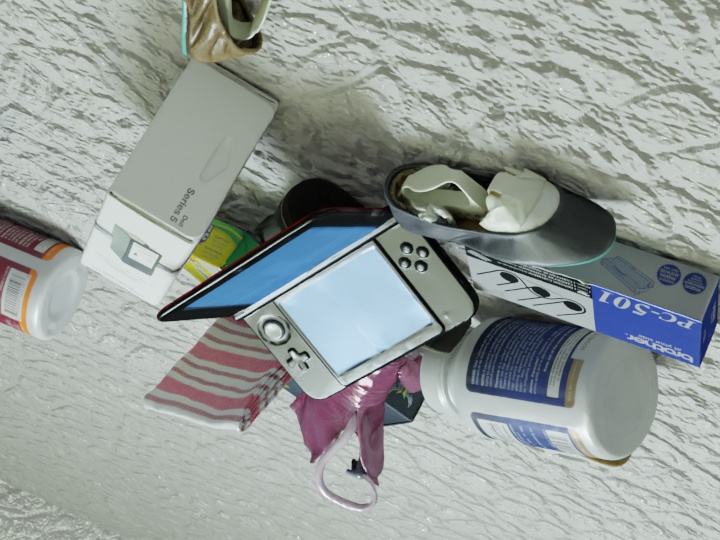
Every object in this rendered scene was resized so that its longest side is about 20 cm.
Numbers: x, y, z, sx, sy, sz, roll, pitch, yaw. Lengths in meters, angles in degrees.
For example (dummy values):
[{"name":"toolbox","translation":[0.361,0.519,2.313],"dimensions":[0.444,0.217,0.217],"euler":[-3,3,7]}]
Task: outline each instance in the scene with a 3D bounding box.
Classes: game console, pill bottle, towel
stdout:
[{"name":"game console","translation":[-0.033,0.034,1.358],"dimensions":[0.200,0.119,0.173],"euler":[-30,105,32]},{"name":"pill bottle","translation":[-0.429,-0.006,1.908],"dimensions":[0.199,0.114,0.114],"euler":[22,158,14]},{"name":"pill bottle","translation":[0.154,0.100,1.457],"dimensions":[0.199,0.111,0.111],"euler":[6,151,43]},{"name":"towel","translation":[-0.109,0.073,1.594],"dimensions":[0.146,0.200,0.030],"euler":[5,134,44]}]

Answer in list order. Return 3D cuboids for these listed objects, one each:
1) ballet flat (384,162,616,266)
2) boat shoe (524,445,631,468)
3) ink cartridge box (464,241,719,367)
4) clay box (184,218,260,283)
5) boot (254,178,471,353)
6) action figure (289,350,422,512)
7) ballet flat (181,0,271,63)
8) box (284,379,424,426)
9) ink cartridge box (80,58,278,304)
[{"name":"ballet flat","translation":[0.097,-0.048,1.247],"dimensions":[0.199,0.073,0.073],"euler":[12,155,39]},{"name":"boat shoe","translation":[0.165,0.142,1.596],"dimensions":[0.199,0.071,0.069],"euler":[29,157,-8]},{"name":"ink cartridge box","translation":[0.183,0.009,1.307],"dimensions":[0.199,0.044,0.094],"euler":[20,159,18]},{"name":"clay box","translation":[-0.136,-0.011,1.598],"dimensions":[0.115,0.048,0.200],"euler":[43,169,-35]},{"name":"boot","translation":[0.000,0.000,1.484],"dimensions":[0.200,0.078,0.138],"euler":[45,160,-8]},{"name":"action figure","translation":[-0.005,0.112,1.628],"dimensions":[0.133,0.149,0.200],"euler":[20,127,-7]},{"name":"ballet flat","translation":[-0.097,-0.203,1.140],"dimensions":[0.072,0.068,0.200],"euler":[4,156,4]},{"name":"box","translation":[-0.045,0.100,1.780],"dimensions":[0.200,0.051,0.158],"euler":[36,156,-20]},{"name":"ink cartridge box","translation":[-0.156,-0.072,1.384],"dimensions":[0.084,0.146,0.200],"euler":[31,158,-6]}]
